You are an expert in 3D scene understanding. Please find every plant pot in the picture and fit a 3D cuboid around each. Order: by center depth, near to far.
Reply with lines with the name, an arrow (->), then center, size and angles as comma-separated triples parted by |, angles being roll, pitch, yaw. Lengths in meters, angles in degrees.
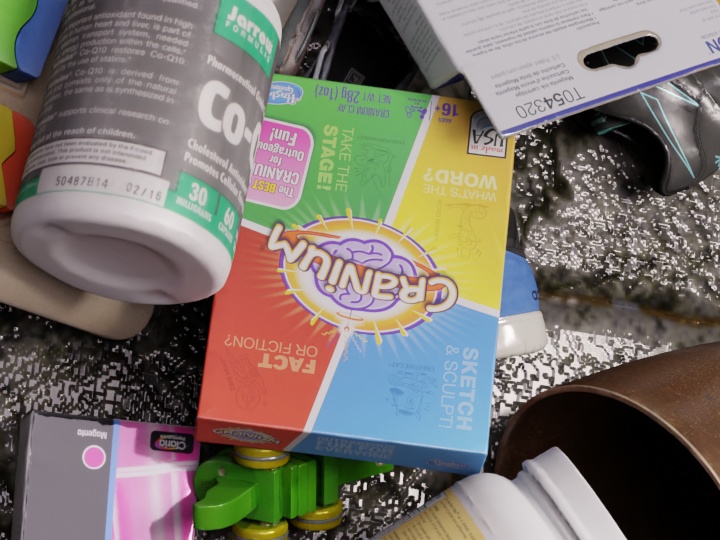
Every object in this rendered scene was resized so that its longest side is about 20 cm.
plant pot -> 0.210, 0.114, 1.248 | 0.200, 0.187, 0.187 | -26, 87, -38

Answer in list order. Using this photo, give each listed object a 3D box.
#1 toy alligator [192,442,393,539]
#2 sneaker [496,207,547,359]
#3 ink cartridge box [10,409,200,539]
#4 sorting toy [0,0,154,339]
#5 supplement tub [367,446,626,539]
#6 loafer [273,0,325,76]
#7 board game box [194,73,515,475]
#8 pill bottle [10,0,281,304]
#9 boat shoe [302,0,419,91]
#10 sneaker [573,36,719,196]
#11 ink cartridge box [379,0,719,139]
toy alligator -> -0.027, 0.105, 1.219 | 0.200, 0.054, 0.059 | -16, 114, -43
sneaker -> 0.007, 0.008, 1.237 | 0.200, 0.077, 0.112 | -11, 88, -25
ink cartridge box -> -0.139, 0.178, 1.176 | 0.094, 0.037, 0.201 | 7, 78, -18
sorting toy -> -0.161, -0.079, 1.176 | 0.185, 0.036, 0.200 | 23, 70, -48
supplement tub -> 0.048, 0.194, 1.128 | 0.200, 0.145, 0.146 | -32, 90, -3
loafer -> -0.027, -0.200, 1.287 | 0.063, 0.072, 0.200 | 36, 75, -28
board game box -> 0.000, 0.000, 1.176 | 0.153, 0.040, 0.200 | 7, 68, -2
pill bottle -> -0.103, -0.093, 1.138 | 0.113, 0.113, 0.200 | 17, 67, -15
boat shoe -> 0.016, -0.148, 1.281 | 0.072, 0.068, 0.200 | 34, 70, -9
sneaker -> 0.149, -0.132, 1.321 | 0.079, 0.075, 0.200 | -43, 87, -10
ink cartridge box -> 0.102, -0.172, 1.244 | 0.196, 0.043, 0.200 | -19, 71, -27
